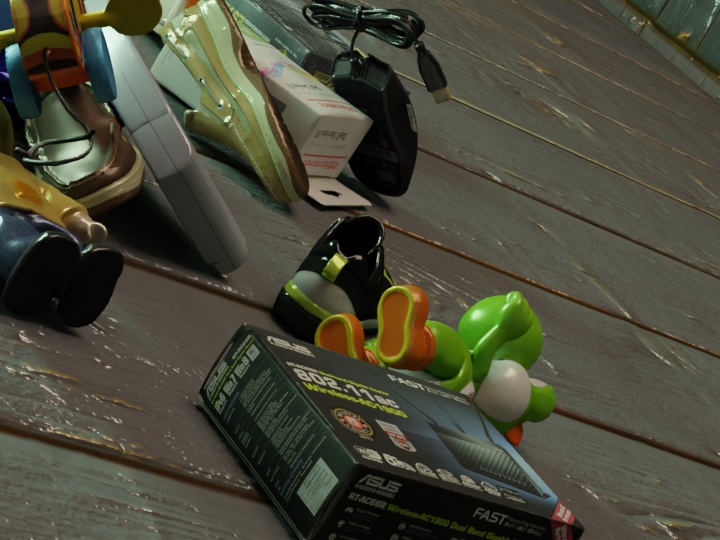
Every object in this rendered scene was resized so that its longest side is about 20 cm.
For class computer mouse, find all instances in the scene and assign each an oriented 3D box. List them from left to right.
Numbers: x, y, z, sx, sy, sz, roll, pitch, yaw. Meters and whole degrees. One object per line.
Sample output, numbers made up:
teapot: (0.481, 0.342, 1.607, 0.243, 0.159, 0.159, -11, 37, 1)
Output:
computer mouse: (0.034, -0.152, 2.081, 0.140, 0.201, 0.046, 13, 41, 41)

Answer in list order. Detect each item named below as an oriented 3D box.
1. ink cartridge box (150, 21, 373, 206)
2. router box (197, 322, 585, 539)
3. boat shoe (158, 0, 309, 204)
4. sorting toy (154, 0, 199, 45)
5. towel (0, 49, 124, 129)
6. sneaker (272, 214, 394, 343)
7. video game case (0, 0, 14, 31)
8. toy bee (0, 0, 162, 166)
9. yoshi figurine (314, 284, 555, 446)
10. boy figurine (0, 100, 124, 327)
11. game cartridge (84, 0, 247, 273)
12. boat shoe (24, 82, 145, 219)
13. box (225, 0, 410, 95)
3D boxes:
ink cartridge box: (-0.069, -0.137, 2.060, 0.200, 0.067, 0.117, 38, 14, 17)
router box: (0.019, 0.116, 1.440, 0.200, 0.062, 0.150, 20, 18, -40)
boat shoe: (-0.108, -0.129, 1.964, 0.201, 0.076, 0.072, 64, 0, 28)
sorting toy: (-0.184, -0.274, 2.259, 0.200, 0.107, 0.180, 40, -3, 26)
towel: (-0.260, -0.161, 1.774, 0.147, 0.050, 0.200, 21, 19, -41)
sneaker: (0.000, 0.000, 1.734, 0.072, 0.083, 0.200, 34, 15, 3)
video game case: (-0.332, -0.222, 1.728, 0.199, 0.046, 0.181, -2, 32, -42)
toy bee: (-0.184, -0.150, 1.492, 0.130, 0.109, 0.200, -19, 22, -20)
yoshi figurine: (0.063, 0.051, 1.664, 0.200, 0.112, 0.112, 21, 12, -48)
boy figurine: (-0.212, -0.042, 1.471, 0.124, 0.065, 0.200, 17, 24, -38)
game cartridge: (-0.145, -0.102, 1.694, 0.200, 0.041, 0.133, 59, -7, 41)
boat shoe: (-0.195, -0.090, 1.603, 0.075, 0.074, 0.202, 65, -5, -21)
box: (-0.065, -0.224, 2.382, 0.157, 0.051, 0.200, 16, 22, -48)
